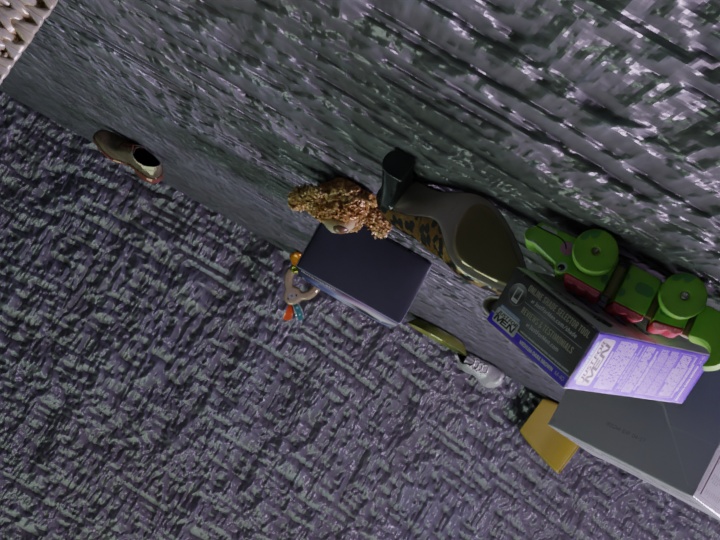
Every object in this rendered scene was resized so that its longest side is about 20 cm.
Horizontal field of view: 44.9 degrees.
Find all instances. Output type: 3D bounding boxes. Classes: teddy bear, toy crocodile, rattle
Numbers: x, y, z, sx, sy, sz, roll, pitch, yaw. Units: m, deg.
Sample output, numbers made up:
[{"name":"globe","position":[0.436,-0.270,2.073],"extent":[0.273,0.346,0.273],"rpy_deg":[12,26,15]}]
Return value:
[{"name":"teddy bear","position":[-0.032,-0.081,1.202],"extent":[0.145,0.067,0.200],"rpy_deg":[29,176,-24]},{"name":"toy crocodile","position":[0.230,0.017,0.751],"extent":[0.200,0.062,0.068],"rpy_deg":[29,175,13]},{"name":"rattle","position":[-0.198,0.058,2.680],"extent":[0.130,0.200,0.143],"rpy_deg":[29,175,0]}]

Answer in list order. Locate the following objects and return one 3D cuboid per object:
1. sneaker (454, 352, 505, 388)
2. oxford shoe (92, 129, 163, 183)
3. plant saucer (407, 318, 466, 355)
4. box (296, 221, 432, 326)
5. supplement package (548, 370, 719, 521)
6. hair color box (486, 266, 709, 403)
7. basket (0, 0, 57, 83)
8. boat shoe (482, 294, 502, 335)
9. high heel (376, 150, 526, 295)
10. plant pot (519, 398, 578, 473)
[{"name":"sneaker","position":[0.374,0.313,2.780],"extent":[0.200,0.075,0.087],"rpy_deg":[23,167,45]},{"name":"oxford shoe","position":[-0.567,-0.297,2.141],"extent":[0.200,0.071,0.075],"rpy_deg":[31,148,0]},{"name":"plant saucer","position":[0.233,0.193,2.594],"extent":[0.200,0.031,0.200],"rpy_deg":[29,176,2]},{"name":"box","position":[0.000,0.000,1.508],"extent":[0.200,0.123,0.198],"rpy_deg":[29,173,0]},{"name":"supplement package","position":[0.347,0.161,0.981],"extent":[0.111,0.156,0.200],"rpy_deg":[35,172,-36]},{"name":"hair color box","position":[0.226,0.063,0.810],"extent":[0.200,0.065,0.109],"rpy_deg":[15,-160,-41]},{"name":"basket","position":[-0.337,-0.258,0.644],"extent":[0.198,0.161,0.200],"rpy_deg":[25,172,46]},{"name":"boat shoe","position":[0.221,0.069,1.237],"extent":[0.069,0.071,0.200],"rpy_deg":[28,176,-11]},{"name":"high heel","position":[0.096,-0.032,0.893],"extent":[0.200,0.071,0.143],"rpy_deg":[45,171,11]},{"name":"plant pot","position":[0.634,0.529,2.849],"extent":[0.176,0.200,0.200],"rpy_deg":[36,178,19]}]
